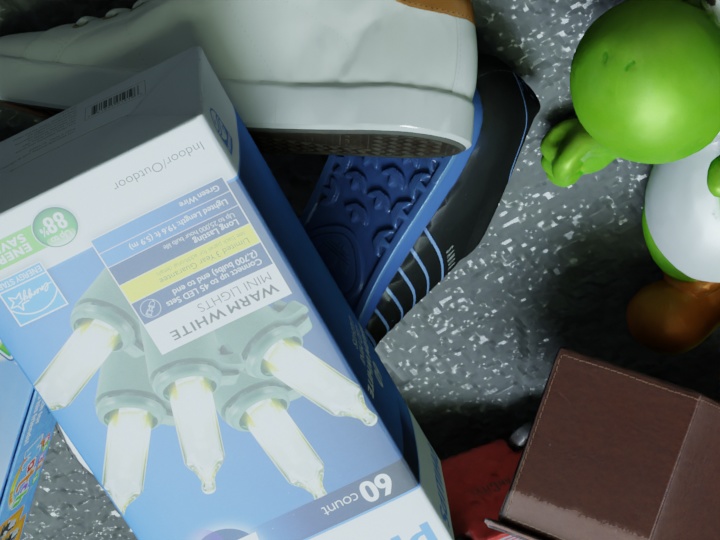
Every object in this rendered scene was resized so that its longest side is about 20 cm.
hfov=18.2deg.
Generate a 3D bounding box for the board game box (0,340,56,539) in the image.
[{"bbox_3d":[-0.192,0.037,0.898,0.151,0.037,0.200,30,128,11],"label":"board game box"}]

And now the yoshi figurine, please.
[{"bbox_3d":[0.122,-0.037,0.856,0.112,0.112,0.200,-6,127,10],"label":"yoshi figurine"}]

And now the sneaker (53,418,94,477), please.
[{"bbox_3d":[-0.065,0.061,0.954,0.081,0.074,0.200,-33,131,14],"label":"sneaker"}]

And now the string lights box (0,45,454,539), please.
[{"bbox_3d":[-0.054,0.032,0.801,0.103,0.059,0.200,-26,119,9],"label":"string lights box"}]

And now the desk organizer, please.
[{"bbox_3d":[0.139,0.095,0.947,0.200,0.072,0.077,24,85,-57],"label":"desk organizer"}]

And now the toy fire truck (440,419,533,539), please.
[{"bbox_3d":[0.012,0.146,0.991,0.200,0.049,0.141,-18,146,-26],"label":"toy fire truck"}]

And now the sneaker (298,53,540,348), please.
[{"bbox_3d":[0.000,0.000,0.880,0.200,0.070,0.078,-52,156,22],"label":"sneaker"}]

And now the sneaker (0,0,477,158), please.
[{"bbox_3d":[-0.049,-0.088,0.828,0.199,0.085,0.073,4,174,21],"label":"sneaker"}]
